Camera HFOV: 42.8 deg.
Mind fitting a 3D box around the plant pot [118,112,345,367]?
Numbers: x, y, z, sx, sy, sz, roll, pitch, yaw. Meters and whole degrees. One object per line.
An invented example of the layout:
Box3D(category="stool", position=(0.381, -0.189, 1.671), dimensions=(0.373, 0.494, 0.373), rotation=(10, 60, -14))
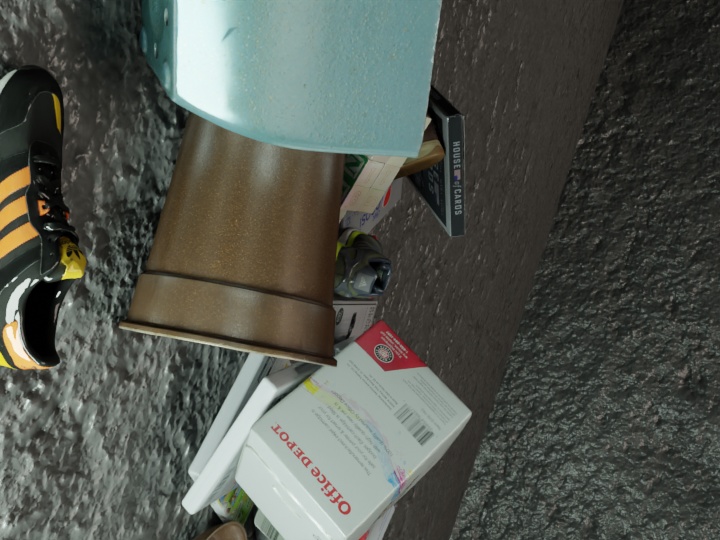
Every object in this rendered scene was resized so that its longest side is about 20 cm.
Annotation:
Box3D(category="plant pot", position=(-0.100, -0.029, 0.829), dimensions=(0.200, 0.196, 0.203), rotation=(28, 71, -70))

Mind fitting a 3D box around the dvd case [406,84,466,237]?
Box3D(category="dvd case", position=(0.086, -0.153, 1.133), dimensions=(0.201, 0.024, 0.153), rotation=(-117, -161, -58))

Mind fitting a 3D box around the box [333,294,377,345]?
Box3D(category="box", position=(-0.067, 0.048, 1.068), dimensions=(0.200, 0.115, 0.061), rotation=(4, 102, -71))

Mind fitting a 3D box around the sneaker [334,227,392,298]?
Box3D(category="sneaker", position=(0.000, 0.000, 1.071), dimensions=(0.200, 0.080, 0.075), rotation=(-32, 140, -72))

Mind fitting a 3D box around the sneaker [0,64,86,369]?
Box3D(category="sneaker", position=(-0.217, -0.032, 0.623), dimensions=(0.070, 0.088, 0.204), rotation=(-2, 107, -70))

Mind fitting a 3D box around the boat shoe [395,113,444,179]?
Box3D(category="boat shoe", position=(-0.006, -0.131, 1.045), dimensions=(0.072, 0.196, 0.073), rotation=(22, 51, -82))

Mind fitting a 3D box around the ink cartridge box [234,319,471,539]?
Box3D(category="ink cartridge box", position=(-0.012, 0.187, 0.970), dimensions=(0.199, 0.145, 0.145), rotation=(-35, 163, -32))

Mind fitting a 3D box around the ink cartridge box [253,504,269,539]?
Box3D(category="ink cartridge box", position=(-0.083, 0.301, 1.315), dimensions=(0.201, 0.049, 0.111), rotation=(-53, 151, -46))

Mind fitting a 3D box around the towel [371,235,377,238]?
Box3D(category="towel", position=(-0.013, 0.062, 1.372), dimensions=(0.145, 0.022, 0.203), rotation=(-51, 150, -48))

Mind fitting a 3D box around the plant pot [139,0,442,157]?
Box3D(category="plant pot", position=(-0.067, -0.211, 0.720), dimensions=(0.196, 0.196, 0.200), rotation=(-6, 123, -23))

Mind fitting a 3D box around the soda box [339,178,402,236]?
Box3D(category="soda box", position=(-0.008, -0.092, 1.203), dimensions=(0.200, 0.062, 0.069), rotation=(-49, 150, -51))

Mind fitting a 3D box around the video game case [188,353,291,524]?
Box3D(category="video game case", position=(-0.135, 0.198, 1.136), dimensions=(0.183, 0.022, 0.202), rotation=(77, 33, -54))

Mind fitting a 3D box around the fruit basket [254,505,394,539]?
Box3D(category="fruit basket", position=(-0.046, 0.322, 1.210), dimensions=(0.201, 0.093, 0.186), rotation=(55, 41, -24))

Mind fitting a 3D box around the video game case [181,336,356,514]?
Box3D(category="video game case", position=(-0.095, 0.169, 1.022), dimensions=(0.201, 0.024, 0.181), rotation=(-56, 162, 26))

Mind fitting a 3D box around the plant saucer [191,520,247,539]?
Box3D(category="plant saucer", position=(-0.197, 0.391, 1.088), dimensions=(0.200, 0.036, 0.204), rotation=(15, 89, -71))

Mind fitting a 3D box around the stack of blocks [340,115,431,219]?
Box3D(category="stack of blocks", position=(-0.031, -0.106, 0.935), dimensions=(0.058, 0.115, 0.202), rotation=(4, 125, -54))
